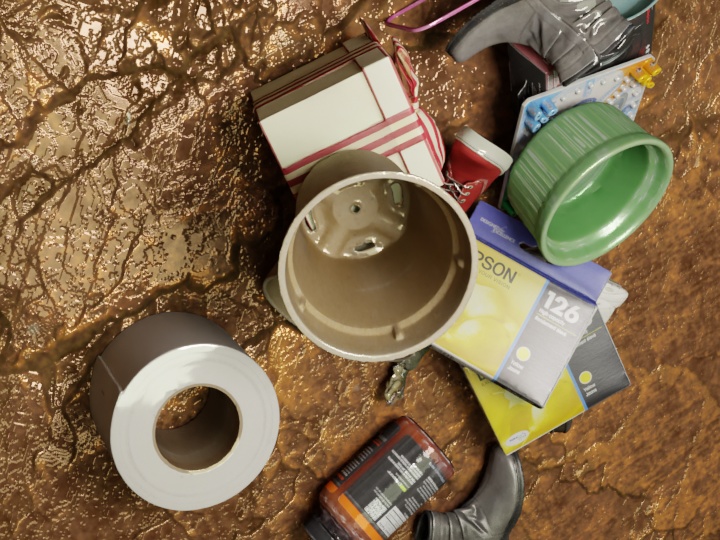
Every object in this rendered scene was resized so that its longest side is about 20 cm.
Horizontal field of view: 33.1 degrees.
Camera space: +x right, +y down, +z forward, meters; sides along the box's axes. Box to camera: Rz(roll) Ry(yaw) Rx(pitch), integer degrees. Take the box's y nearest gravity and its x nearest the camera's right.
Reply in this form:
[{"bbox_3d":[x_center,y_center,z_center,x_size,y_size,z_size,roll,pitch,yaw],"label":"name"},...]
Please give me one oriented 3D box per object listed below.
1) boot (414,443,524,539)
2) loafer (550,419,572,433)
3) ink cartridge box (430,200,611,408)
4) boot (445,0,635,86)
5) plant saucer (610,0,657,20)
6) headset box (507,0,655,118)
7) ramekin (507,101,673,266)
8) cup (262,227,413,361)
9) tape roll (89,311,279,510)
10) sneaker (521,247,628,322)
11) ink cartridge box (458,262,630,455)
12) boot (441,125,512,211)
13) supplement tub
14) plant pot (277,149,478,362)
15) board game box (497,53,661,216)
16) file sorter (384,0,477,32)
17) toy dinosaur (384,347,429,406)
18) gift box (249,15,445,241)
[{"bbox_3d":[0.147,0.334,1.663,0.131,0.070,0.201,3,100,-20],"label":"boot"},{"bbox_3d":[0.225,0.146,1.658,0.071,0.073,0.201,-30,108,-3],"label":"loafer"},{"bbox_3d":[0.191,0.040,1.531,0.197,0.047,0.201,29,84,4],"label":"ink cartridge box"},{"bbox_3d":[0.205,-0.264,1.399,0.199,0.070,0.132,-32,93,28],"label":"boot"},{"bbox_3d":[0.278,-0.371,1.459,0.200,0.200,0.036,-40,160,-8],"label":"plant saucer"},{"bbox_3d":[0.270,-0.266,1.520,0.200,0.077,0.149,-37,151,-12],"label":"headset box"},{"bbox_3d":[0.278,-0.111,1.497,0.199,0.098,0.201,-25,145,-19],"label":"ramekin"},{"bbox_3d":[0.000,0.000,1.468,0.200,0.200,0.144,37,65,-26],"label":"cup"},{"bbox_3d":[-0.210,0.164,1.433,0.201,0.139,0.204,-6,107,-22],"label":"tape roll"},{"bbox_3d":[0.270,0.036,1.640,0.199,0.078,0.100,22,98,-25],"label":"sneaker"},{"bbox_3d":[0.232,0.111,1.588,0.197,0.047,0.201,-29,111,-2],"label":"ink cartridge box"},{"bbox_3d":[0.114,-0.095,1.480,0.072,0.200,0.145,38,88,7],"label":"boot"},{"bbox_3d":[0.020,0.291,1.582,0.200,0.107,0.107,-41,115,-8],"label":"supplement tub"},{"bbox_3d":[0.007,-0.036,1.264,0.199,0.184,0.202,-3,113,-7],"label":"plant pot"},{"bbox_3d":[0.279,-0.168,1.548,0.199,0.026,0.201,-22,147,-20],"label":"board game box"},{"bbox_3d":[0.057,-0.392,1.402,0.125,0.139,0.201,-30,113,-10],"label":"file sorter"},{"bbox_3d":[0.070,0.076,1.584,0.088,0.047,0.200,41,82,-30],"label":"toy dinosaur"},{"bbox_3d":[-0.014,-0.173,1.409,0.186,0.200,0.185,-25,117,2],"label":"gift box"}]
